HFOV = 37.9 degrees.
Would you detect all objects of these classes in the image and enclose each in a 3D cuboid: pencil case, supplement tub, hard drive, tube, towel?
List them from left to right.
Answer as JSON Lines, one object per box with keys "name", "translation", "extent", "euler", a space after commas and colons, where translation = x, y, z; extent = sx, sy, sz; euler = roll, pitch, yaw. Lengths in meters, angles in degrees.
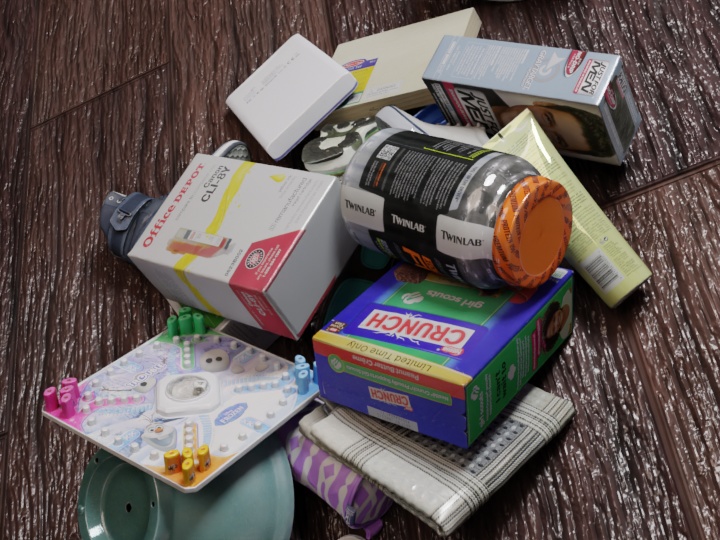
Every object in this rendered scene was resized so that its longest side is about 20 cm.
{"name": "hard drive", "translation": [-0.089, -0.217, 1.287], "extent": [0.132, 0.025, 0.200], "euler": [-43, 32, 2]}
{"name": "pencil case", "translation": [-0.044, 0.176, 1.029], "extent": [0.083, 0.086, 0.199], "euler": [-24, 40, -35]}
{"name": "towel", "translation": [0.067, 0.133, 0.966], "extent": [0.192, 0.035, 0.199], "euler": [-34, 44, -31]}
{"name": "supplement tub", "translation": [0.087, -0.056, 0.969], "extent": [0.199, 0.123, 0.123], "euler": [20, 72, 42]}
{"name": "tube", "translation": [0.194, -0.057, 0.998], "extent": [0.058, 0.052, 0.200], "euler": [-32, 77, -36]}

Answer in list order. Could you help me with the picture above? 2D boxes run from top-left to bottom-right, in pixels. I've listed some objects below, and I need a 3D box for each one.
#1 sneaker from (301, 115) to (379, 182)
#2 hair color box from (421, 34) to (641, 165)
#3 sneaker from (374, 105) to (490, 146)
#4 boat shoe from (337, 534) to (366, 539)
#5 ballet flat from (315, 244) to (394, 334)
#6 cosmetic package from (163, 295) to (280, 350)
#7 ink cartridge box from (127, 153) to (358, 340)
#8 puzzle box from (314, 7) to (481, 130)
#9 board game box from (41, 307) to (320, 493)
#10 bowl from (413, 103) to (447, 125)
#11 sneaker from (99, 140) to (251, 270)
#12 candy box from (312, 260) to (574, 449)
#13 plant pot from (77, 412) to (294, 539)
{"name": "sneaker", "translation": [-0.010, -0.116, 1.164], "extent": [0.076, 0.090, 0.200], "euler": [-4, 20, 21]}
{"name": "hair color box", "translation": [0.171, -0.173, 1.056], "extent": [0.199, 0.099, 0.061], "euler": [16, 69, 35]}
{"name": "sneaker", "translation": [0.100, -0.122, 1.092], "extent": [0.071, 0.073, 0.200], "euler": [-43, 59, -13]}
{"name": "boat shoe", "translation": [-0.017, 0.328, 0.921], "extent": [0.070, 0.070, 0.202], "euler": [-9, 58, 24]}
{"name": "ballet flat", "translation": [0.000, 0.000, 1.111], "extent": [0.202, 0.068, 0.067], "euler": [-66, 22, 6]}
{"name": "cosmetic package", "translation": [-0.106, 0.002, 1.163], "extent": [0.200, 0.085, 0.108], "euler": [-45, 52, -1]}
{"name": "ink cartridge box", "translation": [-0.117, -0.030, 1.068], "extent": [0.199, 0.084, 0.146], "euler": [13, 62, 37]}
{"name": "puzzle box", "translation": [0.038, -0.236, 1.236], "extent": [0.198, 0.025, 0.134], "euler": [-7, 48, 35]}
{"name": "board game box", "translation": [-0.163, 0.111, 0.992], "extent": [0.199, 0.026, 0.200], "euler": [19, 35, 31]}
{"name": "bowl", "translation": [0.117, -0.107, 1.135], "extent": [0.199, 0.039, 0.202], "euler": [-14, 55, 21]}
{"name": "sneaker", "translation": [-0.235, -0.091, 1.297], "extent": [0.145, 0.077, 0.203], "euler": [25, 77, 35]}
{"name": "candy box", "translation": [0.080, 0.059, 0.975], "extent": [0.168, 0.078, 0.200], "euler": [15, 39, 34]}
{"name": "plant pot", "translation": [-0.179, 0.221, 0.991], "extent": [0.199, 0.134, 0.203], "euler": [-6, 81, 39]}
